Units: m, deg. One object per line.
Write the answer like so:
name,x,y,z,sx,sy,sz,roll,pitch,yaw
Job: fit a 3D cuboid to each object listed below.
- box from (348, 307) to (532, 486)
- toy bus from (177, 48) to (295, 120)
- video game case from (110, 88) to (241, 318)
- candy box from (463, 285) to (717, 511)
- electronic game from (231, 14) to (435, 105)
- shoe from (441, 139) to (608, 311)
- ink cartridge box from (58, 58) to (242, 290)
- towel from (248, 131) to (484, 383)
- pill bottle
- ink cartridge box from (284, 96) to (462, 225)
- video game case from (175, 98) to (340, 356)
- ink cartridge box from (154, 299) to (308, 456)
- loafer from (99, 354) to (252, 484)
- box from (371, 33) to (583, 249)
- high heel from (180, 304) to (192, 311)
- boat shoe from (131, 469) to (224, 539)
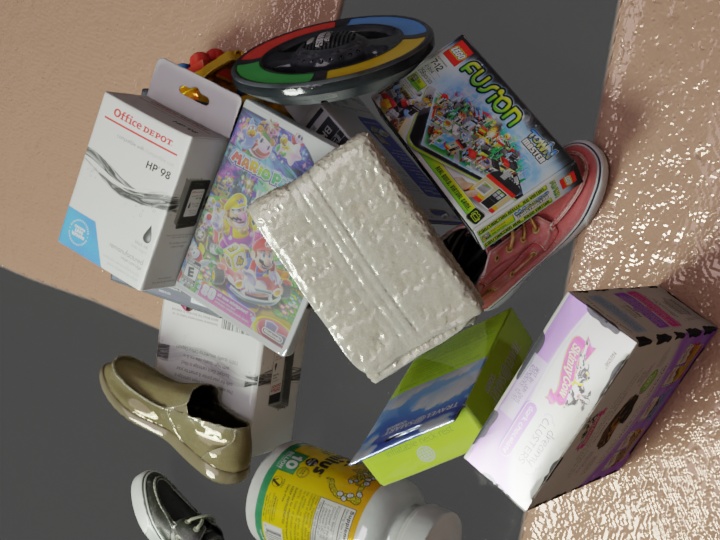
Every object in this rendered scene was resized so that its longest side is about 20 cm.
box,0.077,0.117,1.084,0.122,0.200,0.048,-29,103,31
toy bus,-0.140,-0.165,1.278,0.200,0.136,0.192,-23,63,30
video game case,-0.174,-0.068,1.188,0.143,0.019,0.200,17,101,26
candy box,0.196,0.100,1.002,0.072,0.200,0.168,40,111,26
electronic game,-0.027,-0.208,1.156,0.200,0.200,0.042,7,123,33
shoe,0.142,-0.038,1.100,0.072,0.091,0.200,49,116,23
ink cartridge box,-0.204,-0.096,1.154,0.116,0.067,0.200,28,107,24
towel,0.008,-0.009,1.063,0.132,0.034,0.200,-32,97,13
pill bottle,-0.005,0.249,1.191,0.200,0.113,0.113,14,99,33
ink cartridge box,0.017,-0.102,1.178,0.039,0.099,0.200,-50,65,22
video game case,-0.086,-0.040,1.122,0.143,0.018,0.200,31,108,24
ink cartridge box,-0.140,0.085,1.296,0.147,0.083,0.200,12,97,33
loafer,-0.183,0.140,1.235,0.200,0.076,0.068,33,107,19
box,0.103,-0.122,1.103,0.110,0.035,0.200,-35,54,1
high heel,-0.118,-0.040,1.201,0.200,0.067,0.096,-28,59,23
boat shoe,-0.183,0.302,1.341,0.064,0.071,0.200,-40,78,28
